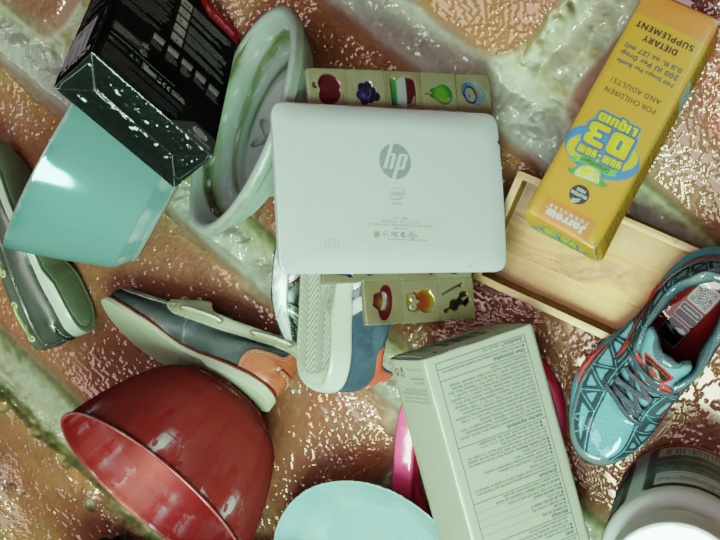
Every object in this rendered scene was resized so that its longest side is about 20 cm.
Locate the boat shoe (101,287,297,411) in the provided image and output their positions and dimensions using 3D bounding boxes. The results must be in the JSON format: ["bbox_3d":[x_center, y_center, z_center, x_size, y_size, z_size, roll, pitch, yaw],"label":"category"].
[{"bbox_3d":[-0.144,0.058,1.090,0.200,0.071,0.063,24,64,24],"label":"boat shoe"}]

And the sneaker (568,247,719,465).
[{"bbox_3d":[0.219,0.067,0.927,0.079,0.096,0.200,34,104,11],"label":"sneaker"}]

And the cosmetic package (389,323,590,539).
[{"bbox_3d":[0.105,0.151,0.964,0.103,0.073,0.201,-15,93,-21],"label":"cosmetic package"}]

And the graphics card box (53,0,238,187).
[{"bbox_3d":[-0.166,-0.173,0.984,0.051,0.200,0.125,-34,122,25],"label":"graphics card box"}]

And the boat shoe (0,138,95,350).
[{"bbox_3d":[-0.318,-0.023,1.128,0.060,0.072,0.202,-24,89,16],"label":"boat shoe"}]

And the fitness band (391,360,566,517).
[{"bbox_3d":[0.101,0.155,1.040,0.143,0.037,0.201,8,99,16],"label":"fitness band"}]

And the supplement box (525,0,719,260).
[{"bbox_3d":[0.204,-0.111,0.945,0.066,0.069,0.200,28,92,14],"label":"supplement box"}]

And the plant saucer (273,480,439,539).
[{"bbox_3d":[0.017,0.267,1.060,0.200,0.039,0.202,11,113,26],"label":"plant saucer"}]

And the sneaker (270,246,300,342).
[{"bbox_3d":[-0.022,-0.027,1.036,0.086,0.080,0.201,8,99,14],"label":"sneaker"}]

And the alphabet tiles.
[{"bbox_3d":[0.039,-0.059,0.959,0.167,0.008,0.201,-2,86,-27],"label":"alphabet tiles"}]

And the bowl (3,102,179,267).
[{"bbox_3d":[-0.211,-0.083,1.045,0.105,0.201,0.201,28,104,-9],"label":"bowl"}]

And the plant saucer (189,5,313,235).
[{"bbox_3d":[-0.081,-0.119,1.012,0.050,0.200,0.201,18,104,-24],"label":"plant saucer"}]

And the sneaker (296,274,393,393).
[{"bbox_3d":[0.000,0.000,0.988,0.075,0.084,0.201,6,90,54],"label":"sneaker"}]

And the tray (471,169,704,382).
[{"bbox_3d":[0.203,0.002,0.994,0.200,0.037,0.099,26,102,14],"label":"tray"}]

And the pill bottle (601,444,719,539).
[{"bbox_3d":[0.241,0.208,0.917,0.114,0.200,0.114,2,96,17],"label":"pill bottle"}]

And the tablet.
[{"bbox_3d":[0.025,-0.063,0.941,0.199,0.014,0.131,-1,84,-28],"label":"tablet"}]

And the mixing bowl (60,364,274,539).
[{"bbox_3d":[-0.149,0.155,1.055,0.200,0.200,0.108,35,62,11],"label":"mixing bowl"}]

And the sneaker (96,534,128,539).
[{"bbox_3d":[-0.208,0.324,1.136,0.076,0.114,0.200,-28,115,22],"label":"sneaker"}]
